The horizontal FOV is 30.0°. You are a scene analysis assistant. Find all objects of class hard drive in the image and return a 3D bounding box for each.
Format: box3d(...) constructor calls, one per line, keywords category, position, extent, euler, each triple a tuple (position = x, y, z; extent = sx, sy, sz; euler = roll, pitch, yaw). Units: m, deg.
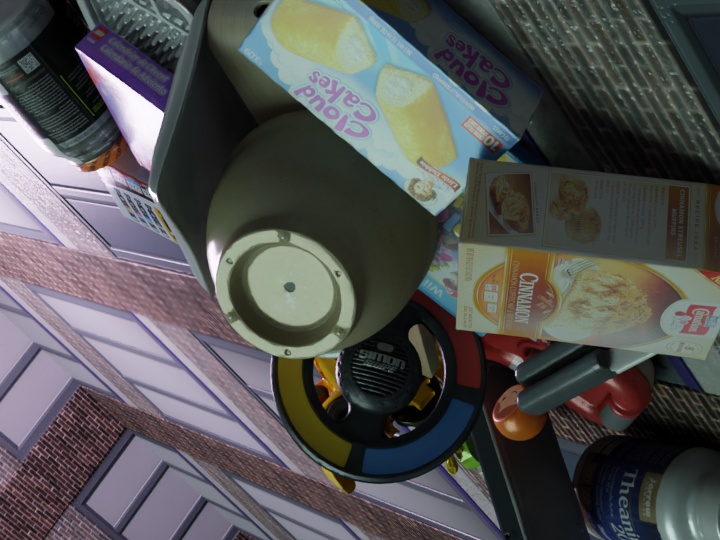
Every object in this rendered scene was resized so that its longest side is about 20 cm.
box3d(category="hard drive", position=(0.161, 0.185, 1.348), extent=(0.033, 0.203, 0.139), euler=(-28, 158, 28))

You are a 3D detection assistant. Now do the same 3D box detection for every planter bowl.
box3d(category="planter bowl", position=(-0.044, -0.012, 1.107), extent=(0.197, 0.135, 0.203), euler=(7, 121, 11))

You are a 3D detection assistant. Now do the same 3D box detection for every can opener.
box3d(category="can opener", position=(0.208, 0.073, 1.135), extent=(0.066, 0.053, 0.199), euler=(20, 145, -30))

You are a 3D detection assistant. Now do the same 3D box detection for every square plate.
box3d(category="square plate", position=(-0.138, -0.107, 1.176), extent=(0.028, 0.201, 0.201), euler=(7, 156, 11))

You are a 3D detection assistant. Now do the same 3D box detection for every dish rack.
box3d(category="dish rack", position=(-0.192, -0.231, 1.257), extent=(0.170, 0.044, 0.201), euler=(29, 159, 20))

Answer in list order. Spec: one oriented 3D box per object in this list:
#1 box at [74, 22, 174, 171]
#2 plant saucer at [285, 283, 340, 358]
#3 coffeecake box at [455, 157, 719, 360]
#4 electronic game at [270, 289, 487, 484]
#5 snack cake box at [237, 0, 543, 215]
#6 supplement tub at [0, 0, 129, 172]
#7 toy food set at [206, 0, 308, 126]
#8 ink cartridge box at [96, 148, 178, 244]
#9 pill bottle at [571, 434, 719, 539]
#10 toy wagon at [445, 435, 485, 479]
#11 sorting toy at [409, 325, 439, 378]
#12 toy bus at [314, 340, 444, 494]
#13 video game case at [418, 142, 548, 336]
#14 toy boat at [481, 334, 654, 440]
box3d(category="box", position=(-0.194, -0.140, 1.325), extent=(0.136, 0.039, 0.201), euler=(36, 163, 26))
box3d(category="plant saucer", position=(-0.045, -0.012, 1.295), extent=(0.198, 0.203, 0.050), euler=(27, -161, 24))
box3d(category="coffeecake box", position=(0.172, -0.006, 0.995), extent=(0.197, 0.074, 0.154), euler=(6, 155, 6))
box3d(category="electronic game", position=(0.017, 0.091, 1.214), extent=(0.199, 0.201, 0.042), euler=(33, 164, 8))
box3d(category="snack cake box", position=(0.022, -0.148, 0.993), extent=(0.199, 0.067, 0.115), euler=(39, 136, -8))
box3d(category="supplement tub", position=(-0.325, -0.206, 1.419), extent=(0.122, 0.123, 0.201), euler=(15, 151, 45))
box3d(category="toy food set", position=(-0.029, -0.158, 1.146), extent=(0.142, 0.061, 0.201), euler=(8, 149, 32))
box3d(category="ink cartridge box", position=(-0.188, -0.076, 1.538), extent=(0.198, 0.084, 0.176), euler=(26, 158, 25))
box3d(category="pill bottle", position=(0.312, 0.229, 1.337), extent=(0.111, 0.112, 0.199), euler=(44, 159, -22))
box3d(category="toy wagon", position=(0.142, 0.171, 1.403), extent=(0.039, 0.199, 0.157), euler=(-27, 82, 27))
box3d(category="sorting toy", position=(0.000, 0.000, 1.413), extent=(0.197, 0.070, 0.201), euler=(27, 158, 24))
box3d(category="toy bus", position=(-0.017, 0.123, 1.544), extent=(0.191, 0.200, 0.136), euler=(35, 165, 25))
box3d(category="video game case", position=(0.097, -0.037, 1.144), extent=(0.142, 0.018, 0.200), euler=(37, 140, -1))
box3d(category="toy boat", position=(0.168, 0.100, 1.262), extent=(0.199, 0.131, 0.131), euler=(33, 160, 10))
